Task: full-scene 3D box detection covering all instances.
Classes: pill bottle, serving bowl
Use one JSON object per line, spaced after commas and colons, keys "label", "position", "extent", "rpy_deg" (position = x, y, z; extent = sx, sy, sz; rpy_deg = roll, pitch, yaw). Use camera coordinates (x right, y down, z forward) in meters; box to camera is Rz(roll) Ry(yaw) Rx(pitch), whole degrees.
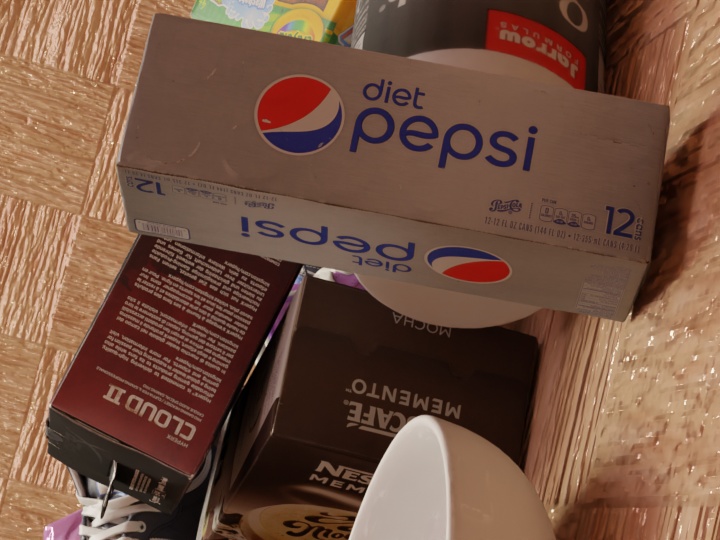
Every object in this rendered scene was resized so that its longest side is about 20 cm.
{"label": "pill bottle", "position": [0.051, -0.080, 0.957], "extent": [0.116, 0.115, 0.200], "rpy_deg": [114, 167, -47]}
{"label": "serving bowl", "position": [0.032, 0.158, 0.807], "extent": [0.200, 0.066, 0.201], "rpy_deg": [-167, 90, -81]}

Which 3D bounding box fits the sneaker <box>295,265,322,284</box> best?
{"label": "sneaker", "position": [-0.047, 0.012, 1.298], "extent": [0.200, 0.077, 0.085], "rpy_deg": [125, 155, -69]}

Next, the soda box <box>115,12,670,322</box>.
{"label": "soda box", "position": [0.012, -0.038, 0.821], "extent": [0.063, 0.199, 0.068], "rpy_deg": [93, -173, -67]}

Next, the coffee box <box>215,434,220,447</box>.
{"label": "coffee box", "position": [-0.076, 0.142, 1.332], "extent": [0.113, 0.080, 0.200], "rpy_deg": [64, 165, 5]}

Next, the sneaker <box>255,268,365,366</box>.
{"label": "sneaker", "position": [0.000, 0.000, 1.178], "extent": [0.073, 0.114, 0.201], "rpy_deg": [123, 162, -70]}

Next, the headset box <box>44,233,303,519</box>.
{"label": "headset box", "position": [-0.082, 0.024, 1.032], "extent": [0.200, 0.075, 0.149], "rpy_deg": [-64, 2, -16]}

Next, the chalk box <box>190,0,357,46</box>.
{"label": "chalk box", "position": [0.005, -0.141, 1.119], "extent": [0.125, 0.124, 0.200], "rpy_deg": [35, 101, 49]}

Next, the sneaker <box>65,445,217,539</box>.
{"label": "sneaker", "position": [-0.123, 0.146, 1.108], "extent": [0.109, 0.070, 0.200], "rpy_deg": [64, -149, -33]}

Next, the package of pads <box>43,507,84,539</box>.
{"label": "package of pads", "position": [-0.116, 0.241, 1.286], "extent": [0.200, 0.075, 0.121], "rpy_deg": [54, 159, 40]}

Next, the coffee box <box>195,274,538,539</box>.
{"label": "coffee box", "position": [-0.002, 0.088, 1.023], "extent": [0.200, 0.113, 0.080], "rpy_deg": [119, 164, -63]}
